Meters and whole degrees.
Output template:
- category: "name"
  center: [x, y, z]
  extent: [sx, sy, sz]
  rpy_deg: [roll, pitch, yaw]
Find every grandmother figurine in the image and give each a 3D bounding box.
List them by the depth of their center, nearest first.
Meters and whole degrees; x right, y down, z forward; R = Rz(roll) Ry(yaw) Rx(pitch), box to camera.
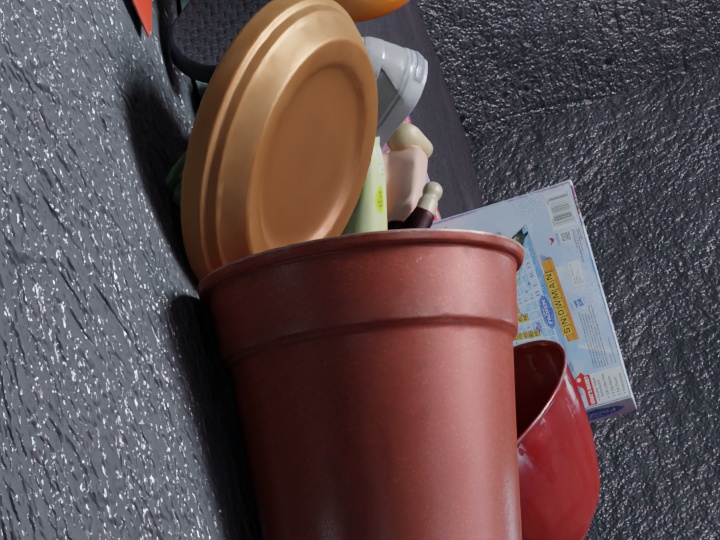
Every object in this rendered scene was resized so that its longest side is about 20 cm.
- category: "grandmother figurine"
  center: [0.025, -0.023, 1.401]
  extent: [0.201, 0.060, 0.122]
  rpy_deg: [-87, -163, -47]

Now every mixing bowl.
- category: "mixing bowl"
  center: [0.089, 0.153, 1.187]
  extent: [0.109, 0.199, 0.200]
  rpy_deg: [53, 13, -13]

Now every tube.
- category: "tube"
  center: [0.000, 0.000, 1.294]
  extent: [0.058, 0.052, 0.202]
  rpy_deg: [12, -82, 54]

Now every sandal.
- category: "sandal"
  center: [-0.064, -0.203, 1.205]
  extent: [0.076, 0.200, 0.043]
  rpy_deg: [33, -25, 18]

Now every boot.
- category: "boot"
  center: [-0.030, -0.122, 1.421]
  extent: [0.200, 0.095, 0.074]
  rpy_deg: [-54, -156, 40]

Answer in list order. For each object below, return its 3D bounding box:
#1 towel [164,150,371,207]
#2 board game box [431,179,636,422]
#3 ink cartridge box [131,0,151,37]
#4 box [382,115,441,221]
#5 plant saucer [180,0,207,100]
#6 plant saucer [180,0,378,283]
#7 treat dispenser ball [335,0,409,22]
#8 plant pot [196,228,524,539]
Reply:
- category: "towel"
  center: [-0.053, -0.069, 1.145]
  extent: [0.153, 0.023, 0.200]
  rpy_deg: [-59, 153, -14]
- category: "board game box"
  center: [0.108, 0.047, 1.436]
  extent: [0.041, 0.198, 0.202]
  rpy_deg: [56, 19, -64]
- category: "ink cartridge box"
  center: [-0.137, -0.253, 1.151]
  extent: [0.201, 0.050, 0.110]
  rpy_deg: [-96, 168, -54]
- category: "box"
  center: [0.015, -0.088, 1.681]
  extent: [0.100, 0.095, 0.202]
  rpy_deg: [-43, 116, -80]
- category: "plant saucer"
  center: [-0.083, -0.132, 1.311]
  extent: [0.201, 0.038, 0.203]
  rpy_deg: [-17, 90, -83]
- category: "plant saucer"
  center: [-0.042, -0.073, 1.080]
  extent: [0.200, 0.037, 0.202]
  rpy_deg: [-45, 144, -46]
- category: "treat dispenser ball"
  center: [-0.014, -0.333, 1.613]
  extent: [0.201, 0.199, 0.203]
  rpy_deg: [-17, 90, -82]
- category: "plant pot"
  center: [0.012, 0.096, 1.017]
  extent: [0.201, 0.199, 0.197]
  rpy_deg: [44, 37, -73]
